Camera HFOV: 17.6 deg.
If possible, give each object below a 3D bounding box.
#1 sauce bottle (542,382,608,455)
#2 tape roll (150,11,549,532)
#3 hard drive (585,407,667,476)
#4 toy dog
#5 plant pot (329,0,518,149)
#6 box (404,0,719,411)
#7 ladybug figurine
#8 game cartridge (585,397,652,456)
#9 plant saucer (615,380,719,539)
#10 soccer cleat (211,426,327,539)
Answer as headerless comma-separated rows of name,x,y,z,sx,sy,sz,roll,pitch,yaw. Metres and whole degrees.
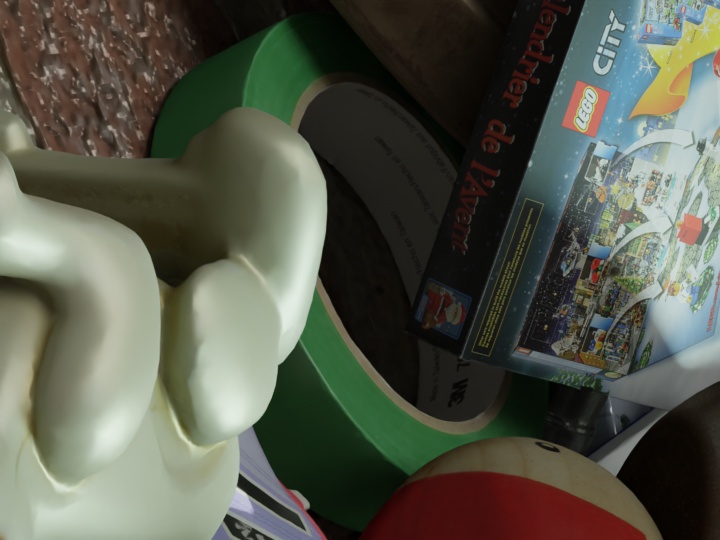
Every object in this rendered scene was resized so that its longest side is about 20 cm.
sauce bottle,0.118,-0.017,0.981,0.064,0.201,0.065,22,10,-4
tape roll,0.000,0.000,0.907,0.200,0.048,0.201,36,42,-41
hard drive,0.142,0.128,1.003,0.200,0.025,0.133,-29,98,-42
toy dog,-0.117,0.050,0.630,0.200,0.139,0.195,-37,138,-61
plant pot,0.067,-0.166,0.945,0.200,0.174,0.200,47,14,-15
box,0.109,-0.052,0.888,0.136,0.038,0.201,16,96,-38
ladybug figurine,0.035,0.136,0.774,0.072,0.135,0.201,52,39,-39
game cartridge,0.134,0.049,1.100,0.133,0.041,0.201,42,37,-41
plant saucer,0.112,0.126,0.846,0.036,0.201,0.201,17,47,-9
soccer cleat,-0.059,0.065,0.756,0.076,0.067,0.201,6,62,-50
